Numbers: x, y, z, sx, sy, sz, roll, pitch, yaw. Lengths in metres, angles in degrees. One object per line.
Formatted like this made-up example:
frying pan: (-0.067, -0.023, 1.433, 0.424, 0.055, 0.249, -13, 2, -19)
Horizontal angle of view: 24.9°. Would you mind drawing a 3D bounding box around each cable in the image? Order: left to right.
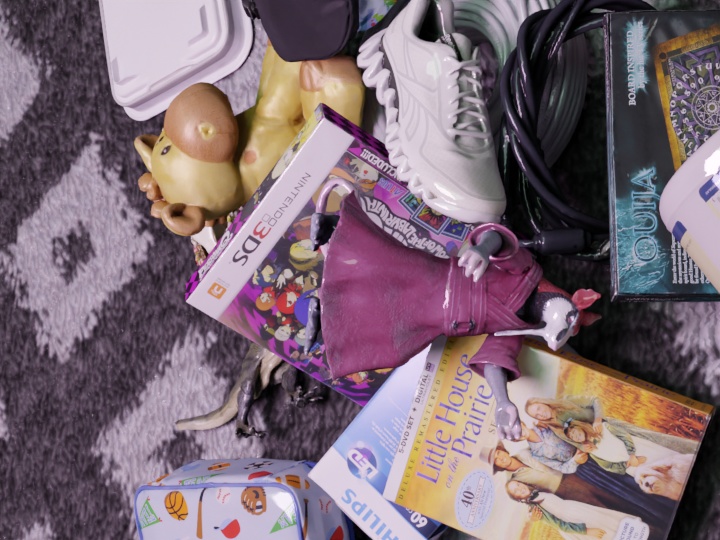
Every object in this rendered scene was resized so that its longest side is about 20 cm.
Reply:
cable: (0.080, -0.148, 1.257, 0.200, 0.069, 0.201, -27, 67, 32)
cable: (0.179, -0.104, 1.143, 0.163, 0.051, 0.201, 5, 87, 11)

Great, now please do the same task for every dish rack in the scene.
dish rack: (-0.184, -0.256, 1.510, 0.171, 0.043, 0.201, -23, 68, 33)

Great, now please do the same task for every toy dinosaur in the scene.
toy dinosaur: (-0.081, 0.092, 1.355, 0.200, 0.047, 0.088, -49, 41, 21)

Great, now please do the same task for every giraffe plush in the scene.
giraffe plush: (-0.094, -0.097, 1.297, 0.173, 0.162, 0.201, -157, 64, -72)

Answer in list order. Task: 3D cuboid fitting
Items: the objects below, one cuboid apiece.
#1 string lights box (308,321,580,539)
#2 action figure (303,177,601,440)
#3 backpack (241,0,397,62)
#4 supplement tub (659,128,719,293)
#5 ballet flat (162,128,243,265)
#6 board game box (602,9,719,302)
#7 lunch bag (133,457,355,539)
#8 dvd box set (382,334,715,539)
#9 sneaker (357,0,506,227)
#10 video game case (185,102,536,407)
string lights box: (0.063, 0.112, 1.204, 0.103, 0.059, 0.200, 44, 110, 13)
action figure: (0.063, 0.023, 1.101, 0.149, 0.199, 0.134, -93, 6, -66)
backpack: (-0.004, -0.280, 1.230, 0.153, 0.163, 0.200, -1, 42, 23)
supplement tub: (0.294, -0.006, 0.988, 0.145, 0.145, 0.200, -43, 74, 24)
ballet flat: (-0.137, -0.074, 1.421, 0.076, 0.064, 0.200, -44, 57, 25)
board game box: (0.234, -0.078, 1.099, 0.135, 0.028, 0.201, 0, 78, 3)
lunch bag: (-0.092, 0.234, 1.303, 0.200, 0.075, 0.161, -7, 98, 39)
dvd box set: (0.128, 0.127, 1.131, 0.199, 0.029, 0.147, 22, 102, 17)
sneaker: (0.059, -0.117, 1.155, 0.081, 0.075, 0.200, -50, 47, 35)
video game case: (0.000, 0.000, 1.220, 0.181, 0.200, 0.036, -51, 19, 20)
